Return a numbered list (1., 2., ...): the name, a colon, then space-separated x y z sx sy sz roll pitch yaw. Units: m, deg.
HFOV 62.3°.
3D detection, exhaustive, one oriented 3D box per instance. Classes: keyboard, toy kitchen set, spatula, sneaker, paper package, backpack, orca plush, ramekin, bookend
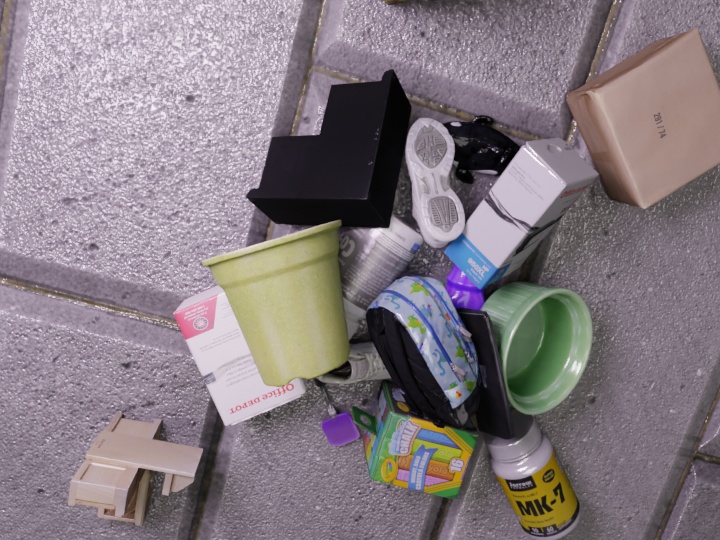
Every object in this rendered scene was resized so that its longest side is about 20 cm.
1. keyboard: 0.177 0.156 0.918 0.020 0.126 0.205 -19 101 -31
2. toy kitchen set: -0.344 0.359 0.936 0.159 0.200 0.185 11 102 -7
3. spatula: -0.060 0.212 1.017 0.055 0.021 0.204 -22 100 1
4. sneaker: 0.011 0.155 0.968 0.195 0.100 0.077 -5 99 -13
5. sneaker: 0.100 -0.127 0.897 0.076 0.100 0.205 -1 73 -8
6. paper package: 0.449 -0.230 0.918 0.188 0.104 0.203 -30 103 3
7. backpack: 0.089 0.109 0.884 0.200 0.162 0.154 47 74 -19
8. orca plush: 0.205 -0.171 0.926 0.198 0.071 0.106 36 98 -12
9. ramekin: 0.269 0.116 0.956 0.196 0.097 0.205 -9 108 -29
10. bookend: -0.043 -0.175 0.877 0.195 0.092 0.204 3 71 25

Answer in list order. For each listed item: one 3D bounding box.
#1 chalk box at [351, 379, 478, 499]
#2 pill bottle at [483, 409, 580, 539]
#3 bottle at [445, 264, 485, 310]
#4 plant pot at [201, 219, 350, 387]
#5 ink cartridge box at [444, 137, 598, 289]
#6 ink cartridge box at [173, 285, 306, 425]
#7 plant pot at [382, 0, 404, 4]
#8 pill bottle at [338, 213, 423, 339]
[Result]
1. chalk box: 0.075 0.275 0.995 0.195 0.125 0.127 15 102 -7
2. pill bottle: 0.296 0.354 1.038 0.113 0.114 0.203 -28 104 2
3. bottle: 0.165 0.067 0.982 0.081 0.065 0.205 6 103 -7
4. plant pot: -0.097 0.049 0.818 0.195 0.200 0.189 -15 95 -1
5. ink cartridge box: 0.233 -0.084 0.868 0.084 0.143 0.202 46 127 19
6. ink cartridge box: -0.186 0.121 0.953 0.142 0.084 0.204 -22 103 0
7. plant pot: 0.093 -0.467 0.787 0.195 0.200 0.186 -11 110 -3
8. pill bottle: 0.000 0.000 0.927 0.113 0.114 0.202 33 98 -12
